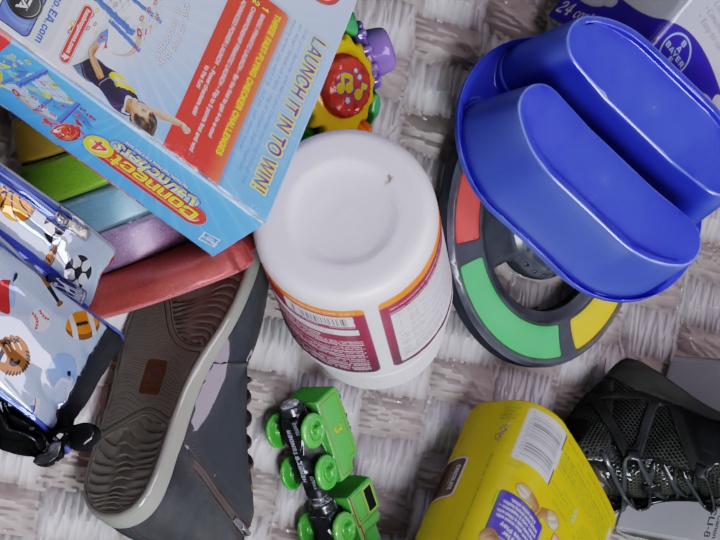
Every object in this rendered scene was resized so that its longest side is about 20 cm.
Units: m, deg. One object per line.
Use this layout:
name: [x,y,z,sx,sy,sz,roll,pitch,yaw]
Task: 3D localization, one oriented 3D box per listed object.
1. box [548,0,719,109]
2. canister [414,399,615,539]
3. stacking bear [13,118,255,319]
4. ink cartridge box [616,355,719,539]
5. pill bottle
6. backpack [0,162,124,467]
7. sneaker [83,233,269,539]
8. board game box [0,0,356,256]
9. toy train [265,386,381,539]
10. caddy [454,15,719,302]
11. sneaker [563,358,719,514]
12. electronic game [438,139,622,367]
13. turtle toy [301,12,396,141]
box: [0.263,-0.176,1.874,0.200,0.105,0.184,-49,130,-12]
canister: [0.091,0.203,1.752,0.149,0.086,0.201,59,40,-33]
stacking bear: [-0.146,-0.082,1.522,0.113,0.121,0.201,-20,97,1]
ink cartridge box: [0.314,0.167,1.953,0.200,0.144,0.146,33,71,-41]
pill bottle: [0.000,0.000,1.609,0.200,0.109,0.110,74,35,-70]
backpack: [-0.235,0.009,1.392,0.190,0.199,0.155,32,66,-33]
sneaker: [-0.094,0.077,1.615,0.106,0.074,0.201,42,66,-49]
board game box: [-0.111,-0.144,1.470,0.195,0.056,0.201,36,52,-20]
toy train: [-0.010,0.166,1.714,0.056,0.042,0.201,-40,120,-47]
caddy: [0.155,-0.072,1.760,0.200,0.105,0.142,43,62,-11]
sneaker: [0.212,0.141,1.826,0.114,0.199,0.077,-38,135,-24]
electronic game: [0.125,-0.034,1.830,0.199,0.041,0.202,-4,96,-44]
turtle toy: [-0.035,-0.135,1.628,0.145,0.101,0.201,19,79,-43]
